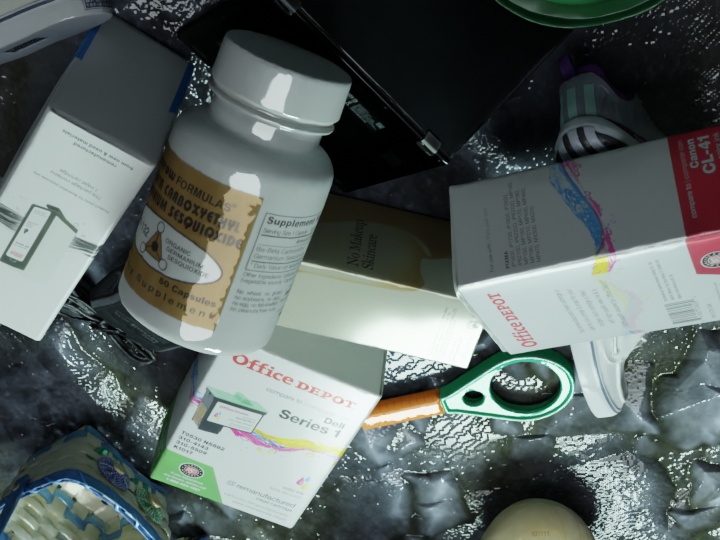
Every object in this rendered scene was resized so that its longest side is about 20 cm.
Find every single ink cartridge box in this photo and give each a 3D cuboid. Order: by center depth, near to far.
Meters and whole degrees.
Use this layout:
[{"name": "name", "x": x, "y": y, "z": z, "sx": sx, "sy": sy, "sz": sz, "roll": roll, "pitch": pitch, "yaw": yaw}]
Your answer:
[{"name": "ink cartridge box", "x": 0.177, "y": -0.015, "z": 0.858, "sx": 0.200, "sy": 0.086, "sz": 0.148, "roll": -10, "pitch": 154, "yaw": 18}, {"name": "ink cartridge box", "x": -0.216, "y": -0.069, "z": 0.912, "sx": 0.084, "sy": 0.146, "sz": 0.200, "roll": 29, "pitch": 127, "yaw": -17}, {"name": "ink cartridge box", "x": -0.082, "y": 0.120, "z": 1.089, "sx": 0.145, "sy": 0.084, "sz": 0.200, "roll": 23, "pitch": 127, "yaw": -12}]

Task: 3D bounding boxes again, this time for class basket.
[{"name": "basket", "x": -0.265, "y": 0.255, "z": 1.141, "sx": 0.139, "sy": 0.200, "sz": 0.176, "roll": -27, "pitch": 122, "yaw": 25}]

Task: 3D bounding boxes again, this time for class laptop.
[{"name": "laptop", "x": 0.008, "y": -0.173, "z": 0.892, "sx": 0.187, "sy": 0.116, "sz": 0.200, "roll": 42, "pitch": 150, "yaw": -24}]

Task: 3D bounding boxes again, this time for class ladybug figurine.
[{"name": "ladybug figurine", "x": 0.166, "y": 0.310, "z": 1.195, "sx": 0.135, "sy": 0.072, "sz": 0.200, "roll": 0, "pitch": 104, "yaw": -8}]

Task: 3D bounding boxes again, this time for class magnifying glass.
[{"name": "magnifying glass", "x": 0.094, "y": 0.114, "z": 1.107, "sx": 0.200, "sy": 0.022, "sz": 0.080, "roll": -12, "pitch": 127, "yaw": 16}]

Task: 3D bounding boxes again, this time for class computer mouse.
[{"name": "computer mouse", "x": -0.174, "y": 0.021, "z": 1.020, "sx": 0.200, "sy": 0.053, "sz": 0.138, "roll": -8, "pitch": 138, "yaw": 48}]

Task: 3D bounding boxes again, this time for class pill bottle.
[{"name": "pill bottle", "x": -0.082, "y": -0.053, "z": 0.834, "sx": 0.114, "sy": 0.114, "sz": 0.200, "roll": 19, "pitch": 109, "yaw": -9}]

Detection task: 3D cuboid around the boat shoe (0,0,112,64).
[{"name": "boat shoe", "x": -0.268, "y": -0.188, "z": 0.879, "sx": 0.200, "sy": 0.071, "sz": 0.070, "roll": -13, "pitch": 94, "yaw": 30}]

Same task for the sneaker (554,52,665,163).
[{"name": "sneaker", "x": 0.212, "y": -0.090, "z": 0.905, "sx": 0.074, "sy": 0.088, "sz": 0.200, "roll": -20, "pitch": 150, "yaw": 34}]

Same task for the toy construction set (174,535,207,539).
[{"name": "toy construction set", "x": -0.167, "y": 0.349, "z": 1.249, "sx": 0.092, "sy": 0.131, "sz": 0.200, "roll": -6, "pitch": 124, "yaw": 11}]

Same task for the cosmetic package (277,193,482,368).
[{"name": "cosmetic package", "x": 0.000, "y": 0.000, "z": 0.973, "sx": 0.200, "sy": 0.105, "sz": 0.071, "roll": 13, "pitch": 127, "yaw": -6}]

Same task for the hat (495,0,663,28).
[{"name": "hat", "x": 0.135, "y": -0.193, "z": 0.742, "sx": 0.200, "sy": 0.176, "sz": 0.166, "roll": -2, "pitch": 123, "yaw": 4}]

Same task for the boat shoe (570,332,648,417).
[{"name": "boat shoe", "x": 0.205, "y": 0.042, "z": 1.003, "sx": 0.065, "sy": 0.074, "sz": 0.200, "roll": -7, "pitch": 129, "yaw": 17}]
